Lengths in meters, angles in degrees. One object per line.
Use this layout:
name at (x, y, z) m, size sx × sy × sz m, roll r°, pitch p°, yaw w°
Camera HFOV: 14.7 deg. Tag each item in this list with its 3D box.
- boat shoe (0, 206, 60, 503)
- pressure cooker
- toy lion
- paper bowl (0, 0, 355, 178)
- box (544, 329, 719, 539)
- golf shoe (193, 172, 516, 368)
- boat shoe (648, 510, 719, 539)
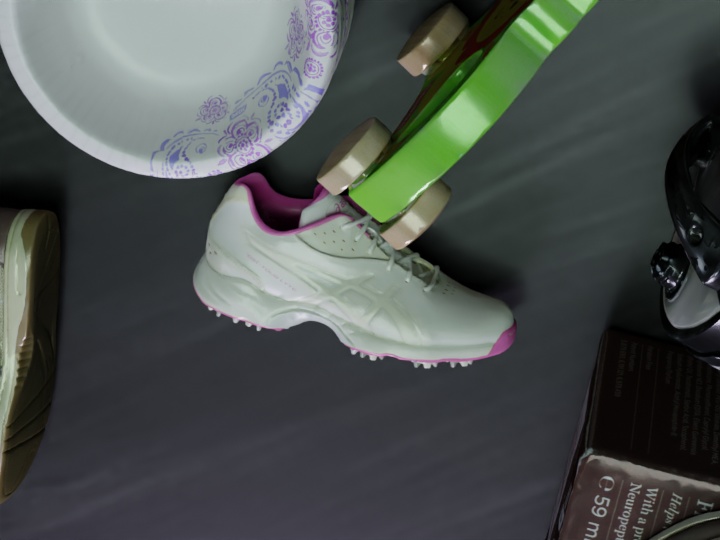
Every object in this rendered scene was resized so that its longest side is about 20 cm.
boat shoe at (-0.231, 0.049, 1.747) m, size 0.066 × 0.072 × 0.201 m, roll 16°, pitch 116°, yaw 13°
pressure cooker at (0.259, -0.009, 1.557) m, size 0.200 × 0.176 × 0.179 m, roll 25°, pitch 77°, yaw -13°
toy lion at (0.082, -0.126, 1.542) m, size 0.069 × 0.200 × 0.192 m, roll 42°, pitch 134°, yaw -8°
paper bowl at (-0.103, -0.162, 1.602) m, size 0.201 × 0.104 × 0.201 m, roll 4°, pitch 116°, yaw 8°
box at (0.215, 0.160, 1.663) m, size 0.200 × 0.164 × 0.166 m, roll 14°, pitch 115°, yaw 3°
golf shoe at (0.000, 0.000, 1.679) m, size 0.200 × 0.075 × 0.092 m, roll 13°, pitch 113°, yaw 3°
boat shoe at (0.227, 0.171, 1.541) m, size 0.200 × 0.060 × 0.072 m, roll -17°, pitch 110°, yaw 16°
